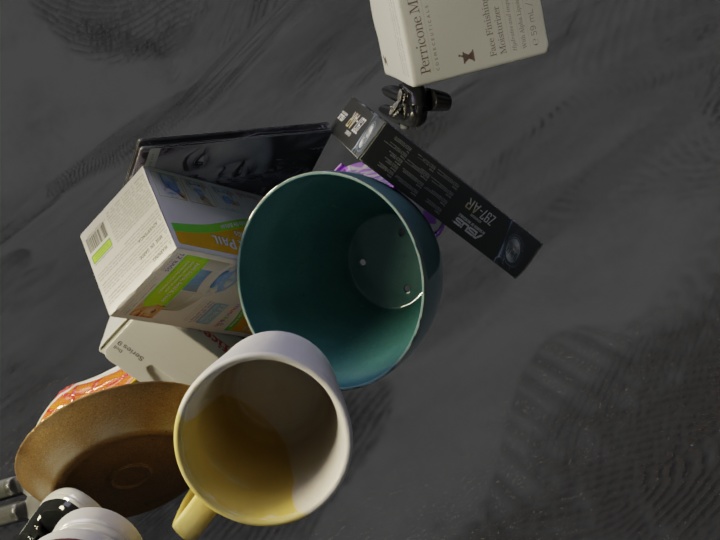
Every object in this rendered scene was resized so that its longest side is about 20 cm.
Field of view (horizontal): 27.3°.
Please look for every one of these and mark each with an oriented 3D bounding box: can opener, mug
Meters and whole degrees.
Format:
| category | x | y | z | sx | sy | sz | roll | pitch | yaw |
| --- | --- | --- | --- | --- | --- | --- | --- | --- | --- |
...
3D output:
| category | x | y | z | sx | sy | sz | roll | pitch | yaw |
| --- | --- | --- | --- | --- | --- | --- | --- | --- | --- |
| can opener | -0.363 | 0.247 | 1.612 | 0.199 | 0.054 | 0.066 | -19 | -9 | 38 |
| can opener | 0.061 | -0.227 | 2.061 | 0.200 | 0.078 | 0.064 | -161 | 87 | -71 |
| mug | -0.095 | 0.129 | 1.291 | 0.184 | 0.151 | 0.153 | -20 | 12 | 6 |

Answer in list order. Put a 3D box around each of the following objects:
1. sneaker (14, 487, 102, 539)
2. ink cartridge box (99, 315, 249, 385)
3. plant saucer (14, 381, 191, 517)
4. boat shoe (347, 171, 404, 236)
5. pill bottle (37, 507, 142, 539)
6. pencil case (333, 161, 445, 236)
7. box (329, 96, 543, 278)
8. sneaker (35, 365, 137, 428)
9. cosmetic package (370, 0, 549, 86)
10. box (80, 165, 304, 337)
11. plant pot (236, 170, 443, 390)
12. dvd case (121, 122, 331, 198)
| category | x | y | z | sx | sy | sz | roll | pitch | yaw |
| --- | --- | --- | --- | --- | --- | --- | --- | --- | --- |
| sneaker | -0.294 | 0.277 | 1.330 | 0.112 | 0.073 | 0.200 | -55 | 5 | -39 |
| ink cartridge box | -0.182 | 0.045 | 1.574 | 0.087 | 0.145 | 0.201 | -44 | 20 | 27 |
| plant saucer | -0.215 | 0.176 | 1.360 | 0.199 | 0.200 | 0.036 | -30 | 54 | 11 |
| boat shoe | -0.016 | -0.061 | 1.599 | 0.066 | 0.075 | 0.200 | -9 | 17 | -18 |
| pill bottle | -0.235 | 0.282 | 1.186 | 0.112 | 0.114 | 0.200 | -27 | 19 | 18 |
| pencil case | 0.030 | -0.080 | 1.682 | 0.084 | 0.086 | 0.200 | -44 | 21 | -10 |
| box | 0.070 | -0.083 | 1.439 | 0.044 | 0.199 | 0.160 | -52 | 19 | 5 |
| sneaker | -0.286 | 0.156 | 1.654 | 0.199 | 0.073 | 0.077 | -34 | 28 | 7 |
| cosmetic package | 0.126 | -0.358 | 2.002 | 0.198 | 0.167 | 0.165 | -16 | 17 | -10 |
| box | -0.158 | -0.014 | 1.469 | 0.112 | 0.199 | 0.102 | -42 | 58 | 26 |
| plant pot | 0.000 | 0.000 | 1.411 | 0.199 | 0.202 | 0.134 | -23 | -2 | 29 |
| dvd case | -0.140 | -0.092 | 1.478 | 0.198 | 0.016 | 0.149 | -7 | -27 | -25 |
